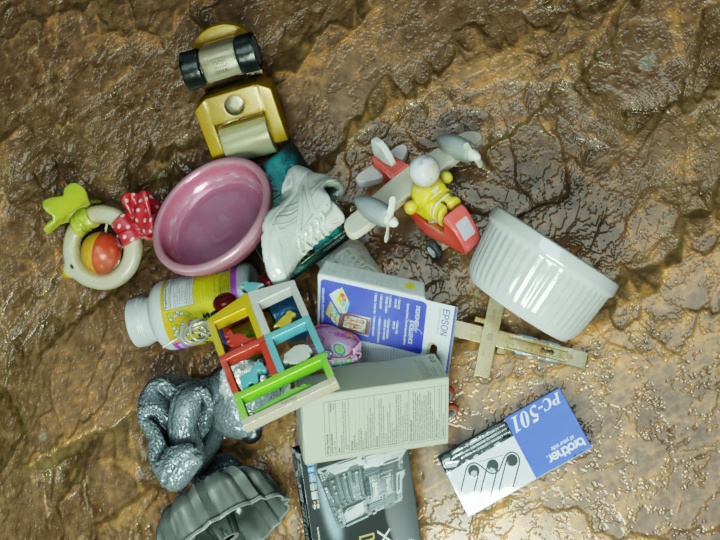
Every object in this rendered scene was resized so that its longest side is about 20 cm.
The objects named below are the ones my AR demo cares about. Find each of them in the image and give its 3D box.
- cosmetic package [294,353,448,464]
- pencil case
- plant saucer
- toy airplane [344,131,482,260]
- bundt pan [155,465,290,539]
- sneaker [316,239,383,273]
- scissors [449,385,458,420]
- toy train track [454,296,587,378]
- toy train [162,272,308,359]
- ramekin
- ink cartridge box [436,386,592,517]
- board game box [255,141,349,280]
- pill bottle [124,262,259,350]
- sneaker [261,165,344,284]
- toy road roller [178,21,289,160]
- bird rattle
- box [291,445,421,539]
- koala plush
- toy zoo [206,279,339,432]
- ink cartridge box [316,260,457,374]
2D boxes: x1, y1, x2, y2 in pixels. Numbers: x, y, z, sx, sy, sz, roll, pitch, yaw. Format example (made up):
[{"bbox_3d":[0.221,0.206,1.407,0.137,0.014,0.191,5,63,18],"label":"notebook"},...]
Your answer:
[{"bbox_3d":[0.014,0.181,1.261,0.196,0.071,0.107,-5,113,-11],"label":"cosmetic package"},{"bbox_3d":[-0.045,0.176,1.337,0.086,0.088,0.203,14,119,12],"label":"pencil case"},{"bbox_3d":[-0.212,-0.073,1.418,0.197,0.051,0.204,-13,53,18],"label":"plant saucer"},{"bbox_3d":[0.081,-0.127,1.381,0.195,0.142,0.204,6,64,1],"label":"toy airplane"},{"bbox_3d":[-0.200,0.343,1.334,0.201,0.202,0.076,-38,65,2],"label":"bundt pan"},{"bbox_3d":[0.000,0.000,1.396,0.075,0.100,0.200,-41,77,-10],"label":"sneaker"},{"bbox_3d":[0.044,0.200,1.329,0.196,0.074,0.014,-10,42,-12],"label":"scissors"},{"bbox_3d":[0.225,0.106,1.375,0.196,0.033,0.117,14,84,5],"label":"toy train track"},{"bbox_3d":[-0.167,0.088,1.311,0.197,0.116,0.086,-26,117,-14],"label":"toy train"},{"bbox_3d":[0.240,0.008,1.306,0.199,0.200,0.106,35,98,14],"label":"ramekin"},{"bbox_3d":[0.214,0.254,1.344,0.198,0.044,0.095,-30,78,4],"label":"ink cartridge box"},{"bbox_3d":[-0.110,-0.084,1.432,0.134,0.028,0.201,-36,55,4],"label":"board game box"},{"bbox_3d":[-0.246,0.058,1.431,0.196,0.104,0.106,-13,78,9],"label":"pill bottle"},{"bbox_3d":[-0.075,-0.066,1.331,0.097,0.079,0.203,5,55,16],"label":"sneaker"},{"bbox_3d":[-0.190,-0.282,1.486,0.120,0.147,0.203,-14,115,7],"label":"toy road roller"},{"bbox_3d":[-0.393,-0.052,1.501,0.196,0.113,0.167,10,94,-1],"label":"bird rattle"},{"bbox_3d":[-0.002,0.327,1.314,0.155,0.050,0.205,-9,94,-18],"label":"box"},{"bbox_3d":[-0.199,0.195,1.370,0.198,0.177,0.186,-32,66,8],"label":"koala plush"},{"bbox_3d":[-0.120,0.094,1.235,0.129,0.021,0.202,-25,55,-4],"label":"toy zoo"},{"bbox_3d":[0.034,0.093,1.342,0.196,0.201,0.047,12,38,10],"label":"ink cartridge box"}]
